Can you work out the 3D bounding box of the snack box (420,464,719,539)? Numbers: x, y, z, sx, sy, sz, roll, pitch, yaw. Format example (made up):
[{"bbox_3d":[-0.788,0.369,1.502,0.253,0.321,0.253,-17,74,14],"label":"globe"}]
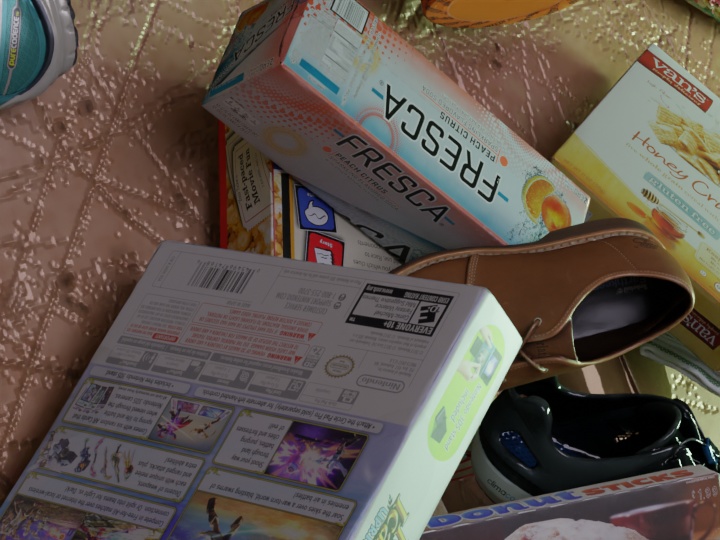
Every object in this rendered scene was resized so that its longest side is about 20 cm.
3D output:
[{"bbox_3d":[0.079,0.145,1.024,0.200,0.024,0.072,-9,101,-16],"label":"snack box"}]

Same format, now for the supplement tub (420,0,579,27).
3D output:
[{"bbox_3d":[0.066,-0.244,1.203,0.122,0.123,0.200,-1,77,-36],"label":"supplement tub"}]

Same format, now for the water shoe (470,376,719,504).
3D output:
[{"bbox_3d":[0.156,0.109,1.081,0.200,0.079,0.072,17,41,-7],"label":"water shoe"}]

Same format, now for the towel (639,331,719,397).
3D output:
[{"bbox_3d":[0.237,0.022,1.251,0.149,0.031,0.200,34,34,-4],"label":"towel"}]

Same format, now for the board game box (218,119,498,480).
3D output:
[{"bbox_3d":[0.000,0.000,1.119,0.151,0.046,0.200,13,66,-37],"label":"board game box"}]

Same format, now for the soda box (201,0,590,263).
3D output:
[{"bbox_3d":[0.021,-0.059,1.078,0.200,0.068,0.064,38,55,-25],"label":"soda box"}]

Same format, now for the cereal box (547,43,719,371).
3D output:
[{"bbox_3d":[0.182,-0.042,1.215,0.144,0.040,0.200,40,34,2],"label":"cereal box"}]

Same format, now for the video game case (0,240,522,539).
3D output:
[{"bbox_3d":[-0.052,0.079,0.963,0.181,0.200,0.045,-59,135,-24],"label":"video game case"}]

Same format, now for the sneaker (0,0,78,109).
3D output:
[{"bbox_3d":[-0.206,-0.168,1.016,0.080,0.077,0.200,-31,96,-29],"label":"sneaker"}]

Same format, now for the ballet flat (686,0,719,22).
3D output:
[{"bbox_3d":[0.211,-0.201,1.335,0.200,0.064,0.076,19,67,-30],"label":"ballet flat"}]

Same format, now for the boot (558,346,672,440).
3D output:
[{"bbox_3d":[0.109,0.058,1.188,0.175,0.066,0.200,-21,91,-50],"label":"boot"}]

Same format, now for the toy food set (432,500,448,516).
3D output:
[{"bbox_3d":[-0.021,0.179,1.036,0.198,0.049,0.200,-42,117,-24],"label":"toy food set"}]

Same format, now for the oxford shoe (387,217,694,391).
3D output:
[{"bbox_3d":[0.066,0.028,1.037,0.200,0.071,0.071,-20,115,-10],"label":"oxford shoe"}]
